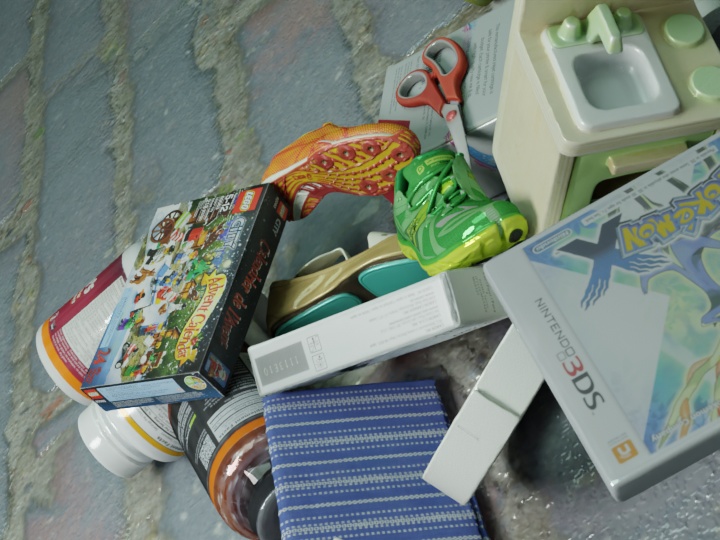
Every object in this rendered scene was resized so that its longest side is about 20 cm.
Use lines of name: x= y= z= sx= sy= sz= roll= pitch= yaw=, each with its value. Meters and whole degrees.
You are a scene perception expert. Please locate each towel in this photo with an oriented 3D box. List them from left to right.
towel: x=0.008 y=0.155 z=0.989 sx=0.143 sy=0.024 sz=0.201 roll=-4 pitch=36 yaw=-9

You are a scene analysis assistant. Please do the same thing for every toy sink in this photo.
toy sink: x=0.175 y=-0.112 z=0.925 sx=0.129 sy=0.201 sz=0.113 roll=-12 pitch=58 yaw=-10

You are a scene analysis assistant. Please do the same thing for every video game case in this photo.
video game case: x=0.191 y=0.012 z=0.770 sx=0.199 sy=0.022 sz=0.183 roll=-29 pitch=46 yaw=2

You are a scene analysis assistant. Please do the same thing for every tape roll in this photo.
tape roll: x=0.108 y=0.064 z=0.913 sx=0.204 sy=0.037 sz=0.203 roll=-57 pitch=-7 yaw=-11

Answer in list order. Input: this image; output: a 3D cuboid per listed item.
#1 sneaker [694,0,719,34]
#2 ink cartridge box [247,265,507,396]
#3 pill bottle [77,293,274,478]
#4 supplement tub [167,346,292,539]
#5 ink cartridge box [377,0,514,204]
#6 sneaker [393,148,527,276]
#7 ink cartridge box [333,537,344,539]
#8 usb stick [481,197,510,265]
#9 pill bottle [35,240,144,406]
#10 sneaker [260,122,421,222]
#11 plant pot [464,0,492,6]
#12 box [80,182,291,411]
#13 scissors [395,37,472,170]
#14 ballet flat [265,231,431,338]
sneaker: x=0.194 y=-0.176 z=1.072 sx=0.199 sy=0.074 sz=0.082 roll=-32 pitch=65 yaw=-25
ink cartridge box: x=0.040 y=0.041 z=1.048 sx=0.199 sy=0.173 sz=0.044 roll=-22 pitch=81 yaw=36
pill bottle: x=-0.164 y=0.099 z=1.246 sx=0.200 sy=0.109 sz=0.110 roll=-41 pitch=33 yaw=12
supplement tub: x=-0.083 y=0.148 z=1.103 sx=0.107 sy=0.107 sz=0.200 roll=-48 pitch=33 yaw=2
ink cartridge box: x=0.113 y=-0.144 z=1.184 sx=0.199 sy=0.083 sz=0.147 roll=-24 pitch=41 yaw=35
sneaker: x=0.061 y=-0.046 z=1.022 sx=0.073 sy=0.084 sz=0.200 roll=-22 pitch=12 yaw=-14
ink cartridge box: x=0.052 y=0.271 z=0.779 sx=0.199 sy=0.147 sz=0.145 roll=10 pitch=64 yaw=53
usb stick: x=0.174 y=-0.070 z=1.086 sx=0.199 sy=0.033 sz=0.056 roll=-36 pitch=43 yaw=20
pill bottle: x=-0.225 y=0.041 z=1.378 sx=0.200 sy=0.109 sz=0.110 roll=-39 pitch=34 yaw=15
sneaker: x=-0.021 y=-0.102 z=1.169 sx=0.199 sy=0.073 sz=0.078 roll=-10 pitch=47 yaw=49
plant pot: x=0.134 y=-0.366 z=1.313 sx=0.184 sy=0.199 sz=0.201 roll=-47 pitch=31 yaw=25
box: x=-0.148 y=0.022 z=1.169 sx=0.135 sy=0.038 sz=0.201 roll=-11 pitch=47 yaw=34
scissors: x=0.079 y=-0.139 z=1.130 sx=0.073 sy=0.014 sz=0.200 roll=-44 pitch=32 yaw=9
ballet flat: x=0.000 y=0.000 z=1.167 sx=0.198 sy=0.069 sz=0.064 roll=-23 pitch=56 yaw=20
